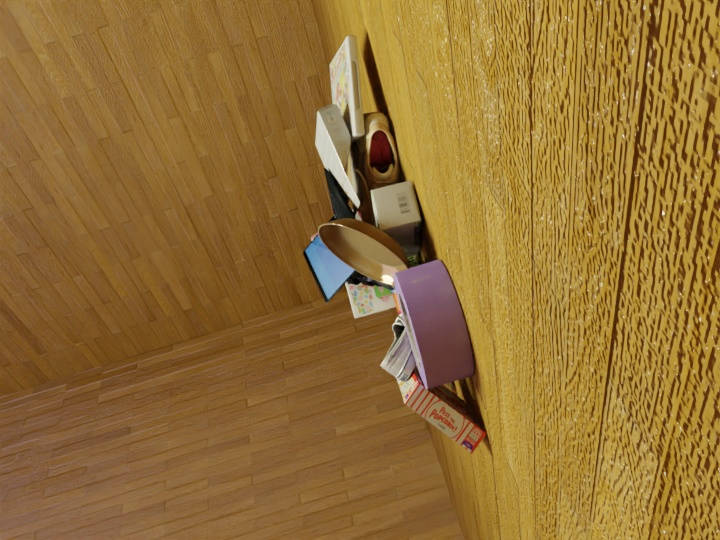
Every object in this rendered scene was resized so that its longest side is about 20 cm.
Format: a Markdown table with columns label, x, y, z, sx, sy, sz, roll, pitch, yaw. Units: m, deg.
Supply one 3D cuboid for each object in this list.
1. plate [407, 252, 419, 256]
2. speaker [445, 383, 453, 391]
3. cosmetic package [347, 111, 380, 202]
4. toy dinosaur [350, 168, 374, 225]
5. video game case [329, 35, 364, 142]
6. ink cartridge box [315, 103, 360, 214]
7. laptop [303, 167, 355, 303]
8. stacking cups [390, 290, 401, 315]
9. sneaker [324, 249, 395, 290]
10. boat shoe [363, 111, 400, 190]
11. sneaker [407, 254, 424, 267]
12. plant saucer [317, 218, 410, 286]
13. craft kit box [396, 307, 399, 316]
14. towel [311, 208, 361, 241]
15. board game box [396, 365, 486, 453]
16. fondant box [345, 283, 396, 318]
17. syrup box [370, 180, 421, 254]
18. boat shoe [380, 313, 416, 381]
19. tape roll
| label | x | y | z | sx | sy | sz | roll | pitch | yaw |
| --- | --- | --- | --- | --- | --- | --- | --- | --- | --- |
| plate | 0.120 | -0.001 | 1.420 | 0.200 | 0.032 | 0.204 | -105 | 0 | -69 |
| speaker | 0.150 | 0.188 | 1.334 | 0.082 | 0.080 | 0.203 | -107 | 1 | -62 |
| cosmetic package | 0.016 | -0.236 | 1.337 | 0.201 | 0.070 | 0.107 | 94 | 163 | -56 |
| toy dinosaur | 0.015 | -0.126 | 1.257 | 0.102 | 0.057 | 0.204 | -109 | 14 | -63 |
| video game case | -0.030 | -0.353 | 1.238 | 0.200 | 0.022 | 0.186 | -167 | 72 | -77 |
| ink cartridge box | -0.034 | -0.210 | 1.237 | 0.160 | 0.047 | 0.203 | 119 | 127 | -77 |
| laptop | -0.071 | -0.074 | 1.277 | 0.202 | 0.102 | 0.178 | 79 | 166 | -45 |
| stacking cups | 0.081 | 0.027 | 1.359 | 0.061 | 0.059 | 0.204 | -134 | 29 | -89 |
| sneaker | 0.000 | 0.000 | 1.323 | 0.199 | 0.080 | 0.078 | 38 | 179 | 35 |
| boat shoe | 0.041 | -0.208 | 1.211 | 0.070 | 0.072 | 0.203 | -97 | -6 | -53 |
| sneaker | 0.103 | 0.012 | 1.215 | 0.200 | 0.074 | 0.078 | -131 | 24 | -86 |
| plant saucer | 0.015 | -0.040 | 1.123 | 0.036 | 0.197 | 0.201 | -59 | -17 | -18 |
| craft kit box | 0.136 | 0.137 | 1.543 | 0.201 | 0.048 | 0.200 | 57 | -168 | -55 |
| towel | -0.004 | -0.080 | 1.480 | 0.145 | 0.198 | 0.023 | 56 | -177 | -30 |
| board game box | 0.143 | 0.247 | 1.140 | 0.150 | 0.047 | 0.200 | 37 | -177 | -4 |
| fondant box | 0.029 | -0.005 | 1.424 | 0.058 | 0.141 | 0.204 | 107 | 148 | -88 |
| syrup box | 0.070 | -0.091 | 1.171 | 0.200 | 0.080 | 0.080 | 70 | -172 | -75 |
| boat shoe | 0.094 | 0.112 | 1.166 | 0.074 | 0.065 | 0.202 | -57 | 6 | 50 |
| tape roll | 0.121 | 0.090 | 1.027 | 0.200 | 0.083 | 0.204 | -17 | -89 | -90 |
